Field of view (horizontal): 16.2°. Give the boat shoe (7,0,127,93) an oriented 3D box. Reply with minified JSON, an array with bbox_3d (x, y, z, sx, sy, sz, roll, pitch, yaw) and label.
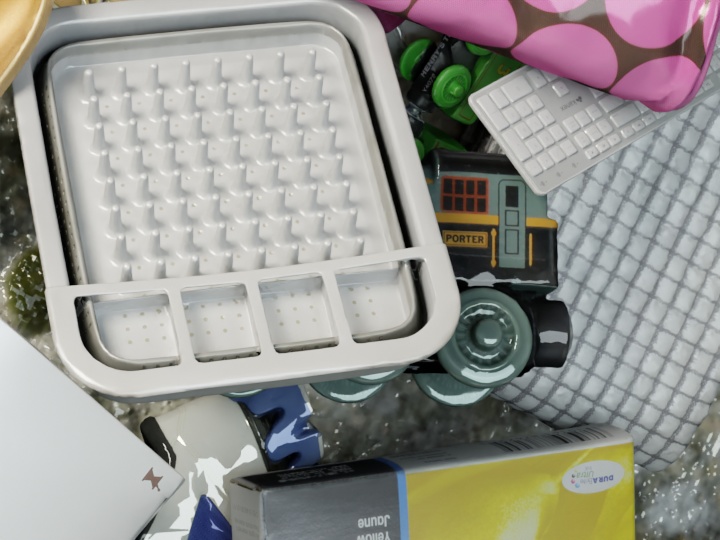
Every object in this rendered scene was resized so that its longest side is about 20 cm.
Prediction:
[{"bbox_3d":[-0.096,-0.096,1.172,0.199,0.063,0.074,18,91,-25],"label":"boat shoe"}]

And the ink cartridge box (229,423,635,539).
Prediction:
[{"bbox_3d":[0.039,0.184,1.200,0.197,0.047,0.201,-7,97,-25],"label":"ink cartridge box"}]

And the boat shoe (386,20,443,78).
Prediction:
[{"bbox_3d":[0.048,-0.190,1.219,0.072,0.068,0.201,18,91,-26],"label":"boat shoe"}]

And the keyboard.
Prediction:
[{"bbox_3d":[0.129,-0.093,1.199,0.200,0.011,0.056,-30,86,-41],"label":"keyboard"}]

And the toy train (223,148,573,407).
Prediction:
[{"bbox_3d":[0.000,0.000,1.158,0.199,0.085,0.115,3,78,-8],"label":"toy train"}]

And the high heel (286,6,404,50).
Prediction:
[{"bbox_3d":[-0.050,-0.186,1.167,0.096,0.067,0.200,-44,94,-14],"label":"high heel"}]

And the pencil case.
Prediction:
[{"bbox_3d":[0.069,-0.144,1.130,0.199,0.091,0.094,19,90,-19],"label":"pencil case"}]

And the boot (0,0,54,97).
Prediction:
[{"bbox_3d":[-0.242,-0.095,1.074,0.201,0.071,0.144,-40,125,13],"label":"boot"}]

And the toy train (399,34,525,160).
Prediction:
[{"bbox_3d":[0.019,-0.048,1.222,0.056,0.042,0.201,21,107,-46],"label":"toy train"}]

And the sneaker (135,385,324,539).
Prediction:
[{"bbox_3d":[-0.066,0.145,1.221,0.115,0.081,0.201,-17,104,-12],"label":"sneaker"}]

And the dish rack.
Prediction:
[{"bbox_3d":[-0.058,-0.029,1.089,0.171,0.044,0.201,-7,59,-12],"label":"dish rack"}]

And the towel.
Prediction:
[{"bbox_3d":[0.118,-0.020,1.270,0.165,0.086,0.201,27,86,-21],"label":"towel"}]

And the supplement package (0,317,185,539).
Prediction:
[{"bbox_3d":[-0.177,0.077,1.086,0.110,0.200,0.114,43,79,-23],"label":"supplement package"}]
